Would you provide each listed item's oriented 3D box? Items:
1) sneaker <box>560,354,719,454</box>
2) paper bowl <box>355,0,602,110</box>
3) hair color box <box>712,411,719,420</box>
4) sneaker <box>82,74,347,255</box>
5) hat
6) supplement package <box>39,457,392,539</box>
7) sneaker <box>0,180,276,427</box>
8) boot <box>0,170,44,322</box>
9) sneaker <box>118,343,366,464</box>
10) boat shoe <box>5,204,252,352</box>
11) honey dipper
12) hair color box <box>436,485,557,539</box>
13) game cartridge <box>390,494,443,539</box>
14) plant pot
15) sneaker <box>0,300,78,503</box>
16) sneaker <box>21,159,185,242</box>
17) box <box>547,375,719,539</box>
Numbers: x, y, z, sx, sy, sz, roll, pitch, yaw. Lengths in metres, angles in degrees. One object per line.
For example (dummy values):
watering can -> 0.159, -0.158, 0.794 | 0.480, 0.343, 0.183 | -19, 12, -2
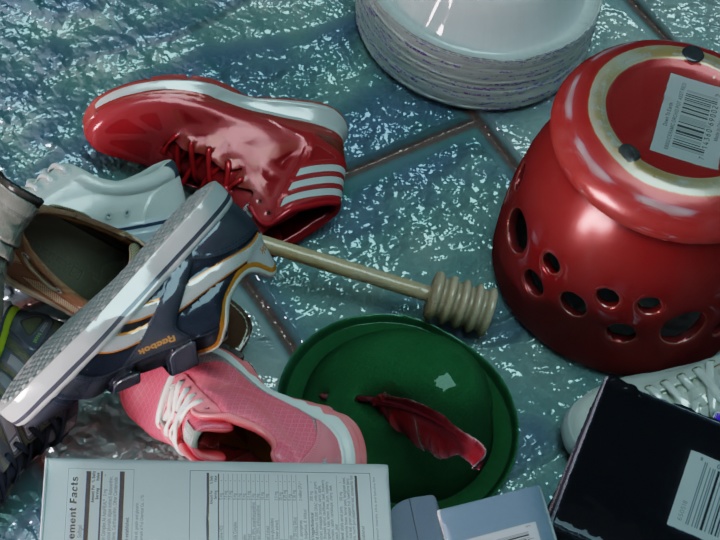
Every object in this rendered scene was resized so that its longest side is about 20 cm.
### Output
sneaker -> 0.238, 0.085, 1.186 | 0.200, 0.085, 0.073 | -10, 58, -14
paper bowl -> 0.099, -0.237, 1.390 | 0.200, 0.104, 0.201 | 4, 53, -5
hair color box -> 0.316, 0.167, 1.087 | 0.200, 0.109, 0.065 | 11, 49, 23
sneaker -> -0.105, -0.076, 1.254 | 0.200, 0.078, 0.116 | 1, 52, -7
hat -> 0.045, 0.061, 1.112 | 0.166, 0.176, 0.200 | -35, 66, -29
supplement package -> -0.087, 0.211, 0.996 | 0.200, 0.152, 0.151 | 2, 53, -8
sneaker -> -0.136, 0.039, 1.080 | 0.200, 0.078, 0.079 | -45, 106, -6
boot -> -0.285, -0.006, 1.113 | 0.200, 0.068, 0.131 | 6, 73, 40
sneaker -> -0.092, 0.093, 1.087 | 0.200, 0.074, 0.087 | 18, 9, 35
boat shoe -> -0.159, 0.012, 1.146 | 0.200, 0.072, 0.076 | 24, 74, -23
honey dipper -> 0.000, 0.000, 1.224 | 0.200, 0.038, 0.038 | 19, 53, -4
hair color box -> 0.095, 0.222, 0.935 | 0.061, 0.200, 0.099 | -15, 42, 2
game cartridge -> 0.055, 0.242, 1.008 | 0.042, 0.133, 0.200 | -16, 55, 6
plant pot -> 0.206, -0.053, 1.224 | 0.200, 0.183, 0.201 | 3, 52, -4
sneaker -> -0.227, 0.102, 1.107 | 0.081, 0.074, 0.200 | 9, 55, -7
sneaker -> -0.219, -0.040, 1.201 | 0.200, 0.073, 0.071 | -9, 93, -26
box -> 0.199, 0.194, 1.024 | 0.197, 0.200, 0.117 | 22, 53, 8
